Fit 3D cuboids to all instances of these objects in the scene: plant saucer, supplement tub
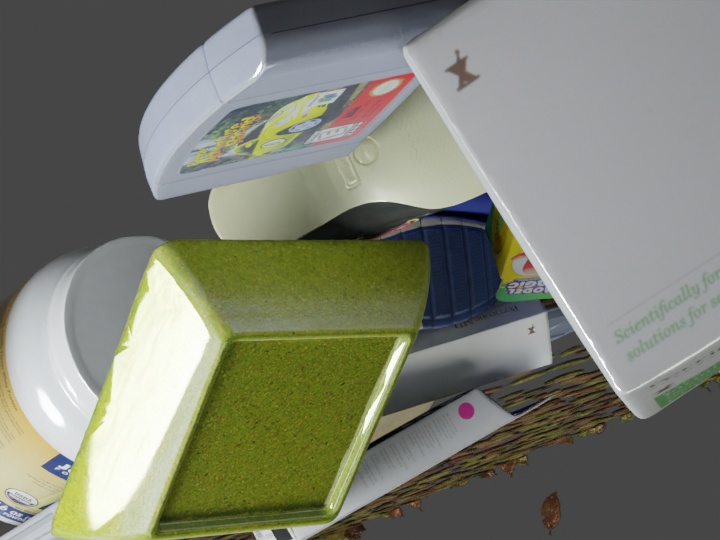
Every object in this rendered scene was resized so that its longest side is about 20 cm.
[{"bbox_3d":[-0.055,0.079,1.291,0.199,0.048,0.201,-1,124,-41],"label":"plant saucer"},{"bbox_3d":[-0.170,0.069,1.412,0.144,0.145,0.200,-11,167,-36],"label":"supplement tub"}]

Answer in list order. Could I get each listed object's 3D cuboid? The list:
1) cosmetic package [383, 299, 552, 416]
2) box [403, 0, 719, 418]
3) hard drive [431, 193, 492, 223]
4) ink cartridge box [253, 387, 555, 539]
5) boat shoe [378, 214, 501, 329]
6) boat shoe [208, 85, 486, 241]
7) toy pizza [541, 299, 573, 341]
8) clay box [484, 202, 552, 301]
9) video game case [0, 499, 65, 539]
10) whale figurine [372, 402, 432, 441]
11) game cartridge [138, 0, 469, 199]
[{"bbox_3d":[0.009,0.029,1.514,0.199,0.151,0.052,-16,127,-8],"label":"cosmetic package"},{"bbox_3d":[0.161,-0.066,1.093,0.198,0.201,0.171,-32,167,5],"label":"box"},{"bbox_3d":[0.097,-0.052,1.442,0.199,0.026,0.132,0,168,-20],"label":"hard drive"},{"bbox_3d":[0.025,0.121,1.478,0.199,0.037,0.095,-26,176,-18],"label":"ink cartridge box"},{"bbox_3d":[0.000,0.000,1.451,0.199,0.073,0.072,-7,-168,-22],"label":"boat shoe"},{"bbox_3d":[0.014,-0.060,1.293,0.200,0.074,0.063,-19,174,16],"label":"boat shoe"},{"bbox_3d":[0.092,0.049,1.705,0.199,0.032,0.200,-20,171,-3],"label":"toy pizza"},{"bbox_3d":[0.145,-0.060,1.344,0.114,0.048,0.201,-4,144,-16],"label":"clay box"},{"bbox_3d":[-0.122,0.145,1.426,0.199,0.022,0.182,-12,167,-36],"label":"video game case"},{"bbox_3d":[0.022,0.067,1.929,0.200,0.104,0.159,-50,157,19],"label":"whale figurine"},{"bbox_3d":[-0.039,-0.089,1.153,0.132,0.041,0.200,-10,166,-23],"label":"game cartridge"}]
